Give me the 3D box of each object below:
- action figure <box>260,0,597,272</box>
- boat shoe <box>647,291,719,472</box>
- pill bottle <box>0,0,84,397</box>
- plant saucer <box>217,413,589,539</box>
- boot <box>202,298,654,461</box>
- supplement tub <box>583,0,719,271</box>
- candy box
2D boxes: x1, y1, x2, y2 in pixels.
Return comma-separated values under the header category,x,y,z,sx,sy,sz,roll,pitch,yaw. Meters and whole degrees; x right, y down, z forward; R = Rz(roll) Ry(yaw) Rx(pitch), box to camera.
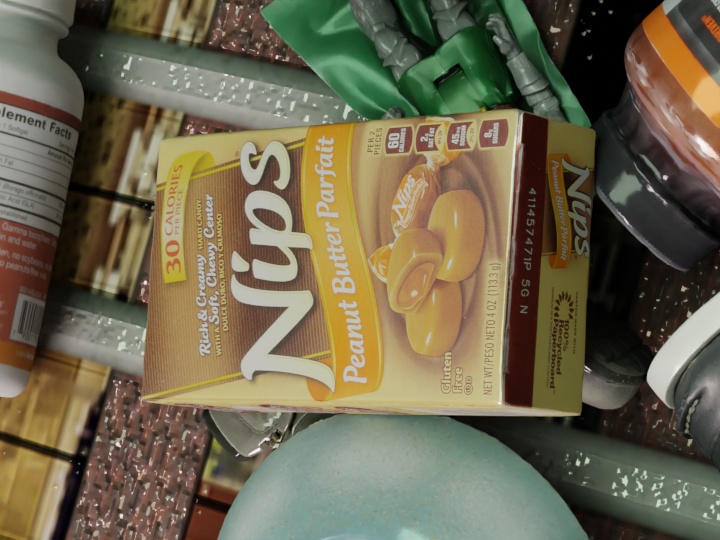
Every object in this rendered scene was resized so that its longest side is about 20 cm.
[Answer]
category,x,y,z,sx,sy,sz,roll,pitch,yaw
action figure,0.046,-0.077,1.145,0.118,0.055,0.200,-38,68,15
boat shoe,0.200,0.002,1.029,0.200,0.076,0.060,-49,59,26
pill bottle,-0.193,-0.047,1.239,0.112,0.112,0.200,7,83,31
plant saucer,0.011,0.159,1.091,0.201,0.039,0.201,5,99,29
boot,0.027,0.054,1.128,0.200,0.068,0.131,25,100,37
supplement tub,0.178,-0.090,1.038,0.200,0.107,0.107,-42,63,15
candy box,0.000,0.000,1.077,0.200,0.055,0.116,-2,81,41
